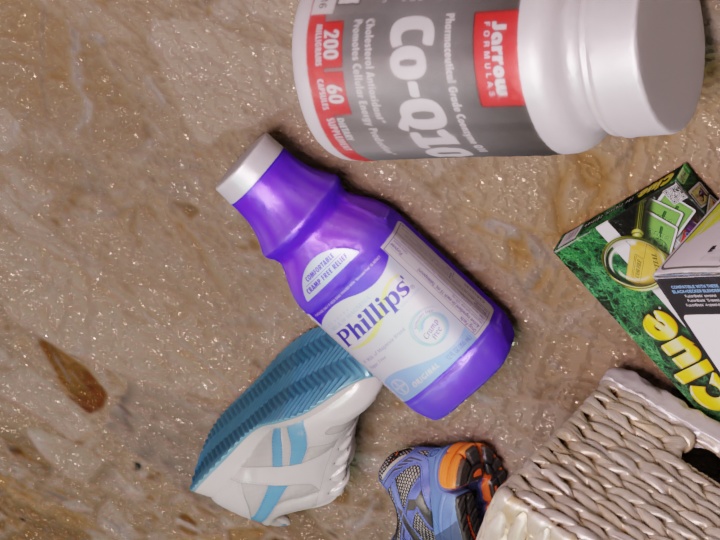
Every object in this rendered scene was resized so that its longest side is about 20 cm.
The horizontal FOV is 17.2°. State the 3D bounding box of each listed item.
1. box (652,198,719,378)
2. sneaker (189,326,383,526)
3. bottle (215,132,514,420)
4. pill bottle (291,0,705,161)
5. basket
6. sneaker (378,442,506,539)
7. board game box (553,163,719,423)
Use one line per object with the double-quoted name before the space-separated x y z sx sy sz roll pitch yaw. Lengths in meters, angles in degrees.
"box" 0.259 0.040 1.300 0.060 0.117 0.200 -2 130 56
"sneaker" -0.032 0.103 1.561 0.081 0.077 0.200 30 140 -17
"bottle" 0.000 0.000 1.449 0.200 0.065 0.084 43 117 -9
"pill bottle" 0.074 -0.118 1.278 0.199 0.114 0.114 0 126 30
"basket" 0.168 0.206 1.413 0.198 0.161 0.200 32 131 21
"sneaker" 0.061 0.193 1.587 0.078 0.075 0.201 11 124 33
"board game box" 0.215 0.035 1.393 0.200 0.023 0.105 46 136 -12
